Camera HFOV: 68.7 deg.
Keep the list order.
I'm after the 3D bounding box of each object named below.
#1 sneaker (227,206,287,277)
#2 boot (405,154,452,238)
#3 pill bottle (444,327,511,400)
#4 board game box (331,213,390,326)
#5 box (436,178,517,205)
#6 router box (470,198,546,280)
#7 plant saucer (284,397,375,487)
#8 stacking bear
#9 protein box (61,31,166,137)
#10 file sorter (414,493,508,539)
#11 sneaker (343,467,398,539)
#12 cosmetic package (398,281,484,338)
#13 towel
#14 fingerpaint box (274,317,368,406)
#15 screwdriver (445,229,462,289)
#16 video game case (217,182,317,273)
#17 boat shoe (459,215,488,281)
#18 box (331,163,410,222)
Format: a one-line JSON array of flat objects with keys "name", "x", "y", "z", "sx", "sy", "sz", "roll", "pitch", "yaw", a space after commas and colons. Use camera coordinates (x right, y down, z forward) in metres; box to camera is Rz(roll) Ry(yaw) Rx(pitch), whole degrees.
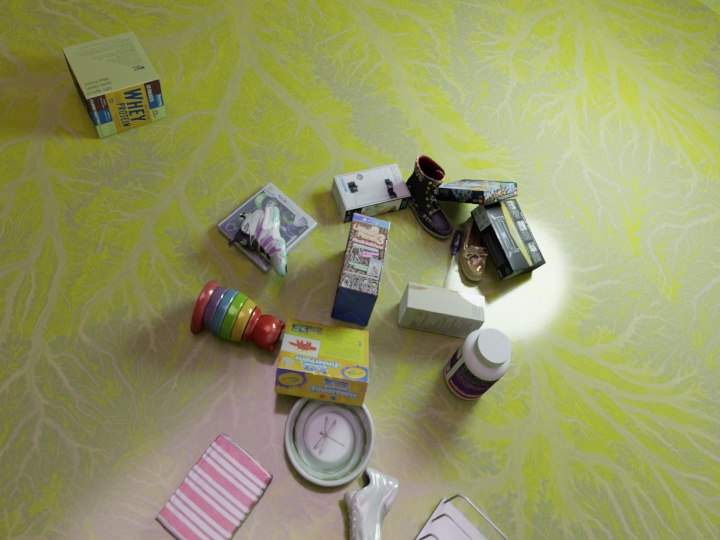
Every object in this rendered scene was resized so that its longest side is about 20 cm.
[{"name": "sneaker", "x": -0.254, "y": -0.063, "z": 1.286, "sx": 0.135, "sy": 0.079, "sz": 0.205, "roll": -8, "pitch": 53, "yaw": -14}, {"name": "boot", "x": 0.193, "y": -0.199, "z": 1.424, "sx": 0.072, "sy": 0.152, "sz": 0.203, "roll": -25, "pitch": 68, "yaw": -23}, {"name": "pill bottle", "x": 0.266, "y": 0.207, "z": 1.182, "sx": 0.108, "sy": 0.202, "sz": 0.116, "roll": 4, "pitch": 59, "yaw": -8}, {"name": "board game box", "x": 0.000, "y": 0.000, "z": 1.271, "sx": 0.093, "sy": 0.161, "sz": 0.206, "roll": 13, "pitch": 58, "yaw": -2}, {"name": "box", "x": 0.308, "y": -0.216, "z": 1.435, "sx": 0.133, "sy": 0.039, "sz": 0.198, "roll": -16, "pitch": 19, "yaw": -31}, {"name": "router box", "x": 0.398, "y": -0.089, "z": 1.416, "sx": 0.153, "sy": 0.052, "sz": 0.206, "roll": -10, "pitch": 72, "yaw": -38}, {"name": "plant saucer", "x": -0.066, "y": 0.354, "z": 1.124, "sx": 0.192, "sy": 0.051, "sz": 0.207, "roll": 4, "pitch": 61, "yaw": -8}, {"name": "stacking bear", "x": -0.270, "y": 0.113, "z": 1.191, "sx": 0.194, "sy": 0.115, "sz": 0.124, "roll": 24, "pitch": 59, "yaw": -2}, {"name": "protein box", "x": -0.668, "y": -0.510, "z": 1.442, "sx": 0.194, "sy": 0.136, "sz": 0.203, "roll": -26, "pitch": 68, "yaw": -23}, {"name": "file sorter", "x": 0.171, "y": 0.561, "z": 1.012, "sx": 0.138, "sy": 0.126, "sz": 0.200, "roll": 39, "pitch": 62, "yaw": 13}, {"name": "sneaker", "x": 0.000, "y": 0.490, "z": 1.044, "sx": 0.097, "sy": 0.078, "sz": 0.203, "roll": 30, "pitch": 50, "yaw": -3}, {"name": "cosmetic package", "x": 0.196, "y": 0.099, "z": 1.288, "sx": 0.192, "sy": 0.106, "sz": 0.073, "roll": 12, "pitch": 57, "yaw": -6}, {"name": "towel", "x": -0.286, "y": 0.449, "z": 1.045, "sx": 0.144, "sy": 0.030, "sz": 0.202, "roll": 34, "pitch": 63, "yaw": 9}, {"name": "fingerpaint box", "x": -0.081, "y": 0.199, "z": 1.160, "sx": 0.192, "sy": 0.075, "sz": 0.169, "roll": 10, "pitch": 32, "yaw": -6}, {"name": "screwdriver", "x": 0.244, "y": -0.029, "z": 1.409, "sx": 0.029, "sy": 0.028, "sz": 0.204, "roll": 38, "pitch": 53, "yaw": -22}, {"name": "video game case", "x": -0.240, "y": -0.116, "z": 1.369, "sx": 0.180, "sy": 0.024, "sz": 0.200, "roll": 39, "pitch": 62, "yaw": 12}, {"name": "boat shoe", "x": 0.309, "y": -0.071, "z": 1.426, "sx": 0.070, "sy": 0.063, "sz": 0.206, "roll": 7, "pitch": 60, "yaw": -6}, {"name": "box", "x": 0.028, "y": -0.215, "z": 1.455, "sx": 0.193, "sy": 0.061, "sz": 0.120, "roll": -13, "pitch": 64, "yaw": -18}]
